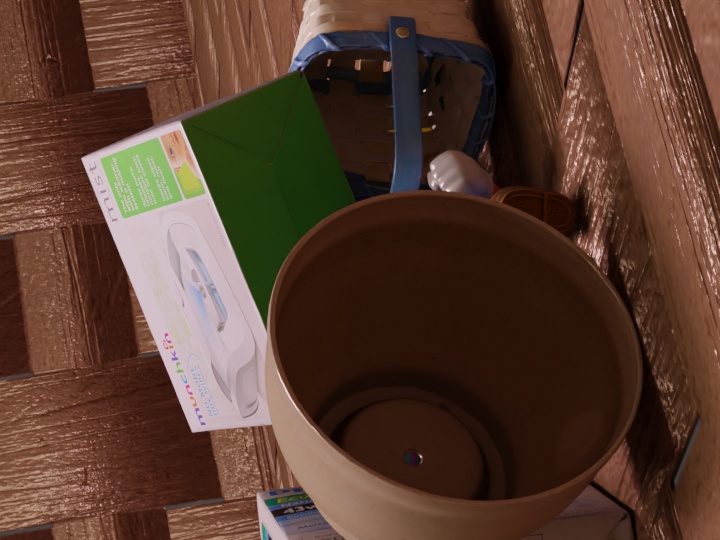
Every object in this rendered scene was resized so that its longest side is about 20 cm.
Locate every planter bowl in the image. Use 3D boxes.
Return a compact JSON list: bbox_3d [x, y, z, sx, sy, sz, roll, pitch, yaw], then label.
[{"bbox_3d":[0.037,0.076,1.382,0.135,0.200,0.200,109,154,-51],"label":"planter bowl"}]

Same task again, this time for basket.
[{"bbox_3d":[0.015,-0.094,1.631,0.176,0.139,0.200,108,167,-57],"label":"basket"}]

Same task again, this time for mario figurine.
[{"bbox_3d":[0.064,0.005,1.531,0.124,0.106,0.200,-68,10,-11],"label":"mario figurine"}]

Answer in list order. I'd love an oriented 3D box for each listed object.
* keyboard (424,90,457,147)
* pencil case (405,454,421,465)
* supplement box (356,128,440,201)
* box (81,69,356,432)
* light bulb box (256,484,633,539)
[{"bbox_3d":[0.056,-0.123,1.840,0.056,0.011,0.200,90,169,-48],"label":"keyboard"},{"bbox_3d":[0.015,0.148,1.702,0.085,0.092,0.200,27,-133,-53],"label":"pencil case"},{"bbox_3d":[0.000,0.000,1.815,0.109,0.109,0.200,17,132,33],"label":"supplement box"},{"bbox_3d":[-0.072,-0.009,1.625,0.176,0.097,0.200,-10,103,62],"label":"box"},{"bbox_3d":[0.049,0.196,1.524,0.200,0.198,0.125,-151,55,-79],"label":"light bulb box"}]
